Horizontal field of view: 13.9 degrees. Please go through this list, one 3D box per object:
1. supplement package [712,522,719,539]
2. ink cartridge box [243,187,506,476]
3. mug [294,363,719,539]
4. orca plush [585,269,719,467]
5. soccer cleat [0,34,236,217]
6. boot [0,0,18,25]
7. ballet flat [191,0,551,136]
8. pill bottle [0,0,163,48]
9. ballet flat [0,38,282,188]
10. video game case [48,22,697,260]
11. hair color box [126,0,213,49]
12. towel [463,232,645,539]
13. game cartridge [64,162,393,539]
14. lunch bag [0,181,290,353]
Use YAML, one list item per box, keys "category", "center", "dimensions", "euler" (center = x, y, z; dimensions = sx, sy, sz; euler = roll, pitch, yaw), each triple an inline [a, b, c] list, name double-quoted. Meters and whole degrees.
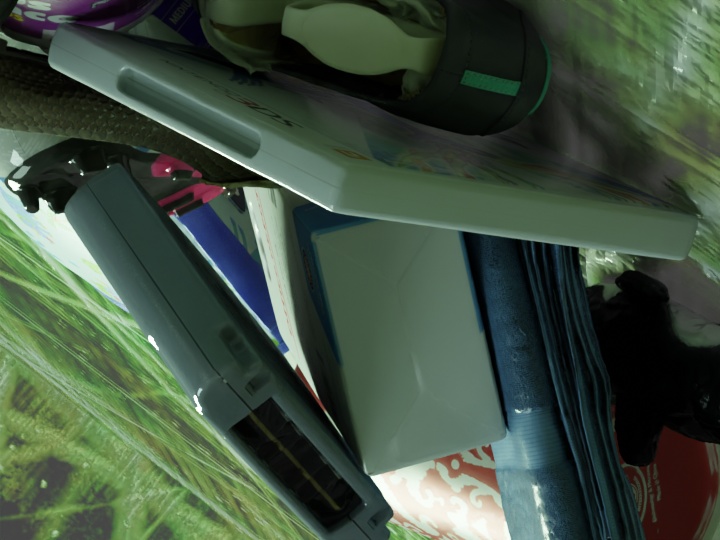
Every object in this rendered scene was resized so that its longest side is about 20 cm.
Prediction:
- category: "supplement package"
  center: [0.178, 0.190, 1.578]
  dimensions: [0.117, 0.117, 0.200]
  euler: [46, 168, -31]
- category: "ink cartridge box"
  center: [0.000, 0.000, 1.338]
  dimensions: [0.200, 0.067, 0.116]
  euler: [-126, 21, -69]
- category: "mug"
  center: [0.064, 0.075, 1.463]
  dimensions: [0.200, 0.134, 0.178]
  euler: [21, 161, 48]
- category: "orca plush"
  center: [0.149, 0.068, 1.297]
  dimensions: [0.200, 0.071, 0.105]
  euler: [31, 166, 35]
- category: "soccer cleat"
  center: [-0.114, -0.069, 1.342]
  dimensions: [0.086, 0.070, 0.200]
  euler: [67, -165, 11]
- category: "boot"
  center: [-0.177, -0.081, 1.073]
  dimensions: [0.200, 0.066, 0.165]
  euler: [112, 147, -45]
- category: "ballet flat"
  center: [-0.016, -0.102, 1.149]
  dimensions: [0.200, 0.073, 0.073]
  euler: [24, 162, 41]
- category: "pill bottle"
  center: [-0.114, -0.158, 1.139]
  dimensions: [0.112, 0.112, 0.200]
  euler: [39, 169, 0]
- category: "ballet flat"
  center: [-0.112, -0.061, 1.224]
  dimensions: [0.200, 0.046, 0.067]
  euler: [15, -179, -28]
- category: "video game case"
  center: [0.006, -0.051, 1.171]
  dimensions: [0.200, 0.022, 0.182]
  euler: [7, -165, -44]
- category: "hair color box"
  center: [-0.125, -0.157, 1.308]
  dimensions: [0.200, 0.065, 0.109]
  euler: [35, 169, 9]
- category: "towel"
  center: [0.082, 0.060, 1.295]
  dimensions: [0.112, 0.048, 0.200]
  euler: [166, 90, -81]
- category: "game cartridge"
  center: [-0.057, 0.038, 1.261]
  dimensions: [0.133, 0.040, 0.200]
  euler: [57, -178, 32]
- category: "lunch bag"
  center: [-0.118, -0.052, 1.542]
  dimensions: [0.170, 0.127, 0.200]
  euler: [48, 176, -40]
